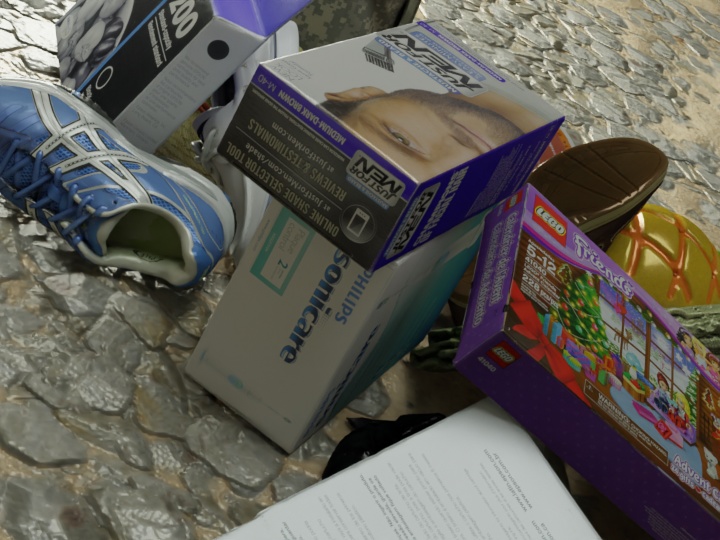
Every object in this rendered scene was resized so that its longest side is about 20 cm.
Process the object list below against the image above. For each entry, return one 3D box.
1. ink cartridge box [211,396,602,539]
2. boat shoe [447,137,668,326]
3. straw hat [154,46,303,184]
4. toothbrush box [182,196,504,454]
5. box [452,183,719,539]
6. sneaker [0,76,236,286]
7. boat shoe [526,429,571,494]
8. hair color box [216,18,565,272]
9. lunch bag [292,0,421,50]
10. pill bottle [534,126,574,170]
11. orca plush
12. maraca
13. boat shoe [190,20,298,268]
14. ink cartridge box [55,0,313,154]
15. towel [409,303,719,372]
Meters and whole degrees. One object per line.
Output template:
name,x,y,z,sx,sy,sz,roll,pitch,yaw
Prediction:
ink cartridge box,0.042,0.180,0.693,0.200,0.043,0.196,-23,69,-29
boat shoe,0.141,-0.023,1.052,0.200,0.072,0.072,-38,53,-21
straw hat,-0.084,-0.140,1.091,0.201,0.085,0.201,23,29,-14
toothbrush box,0.000,0.000,0.891,0.085,0.146,0.200,36,30,11
box,0.141,0.060,0.804,0.200,0.039,0.137,41,34,-17
sneaker,-0.169,-0.054,0.889,0.200,0.076,0.077,24,25,-10
boat shoe,0.089,0.150,0.829,0.200,0.060,0.074,-93,160,-51
hair color box,0.024,-0.077,0.820,0.109,0.065,0.200,38,32,14
lunch bag,-0.026,-0.245,1.194,0.168,0.200,0.139,31,20,15
pill bottle,0.069,-0.065,1.091,0.200,0.112,0.112,-9,47,-50
orca plush,0.024,0.124,0.795,0.105,0.071,0.200,32,29,2
maraca,0.234,0.006,1.135,0.200,0.107,0.137,2,48,-37
boat shoe,-0.082,-0.087,0.983,0.065,0.074,0.200,11,59,-21
ink cartridge box,-0.127,-0.177,0.996,0.043,0.200,0.198,38,21,-35
towel,0.145,0.047,0.946,0.200,0.037,0.148,-4,-2,-18
